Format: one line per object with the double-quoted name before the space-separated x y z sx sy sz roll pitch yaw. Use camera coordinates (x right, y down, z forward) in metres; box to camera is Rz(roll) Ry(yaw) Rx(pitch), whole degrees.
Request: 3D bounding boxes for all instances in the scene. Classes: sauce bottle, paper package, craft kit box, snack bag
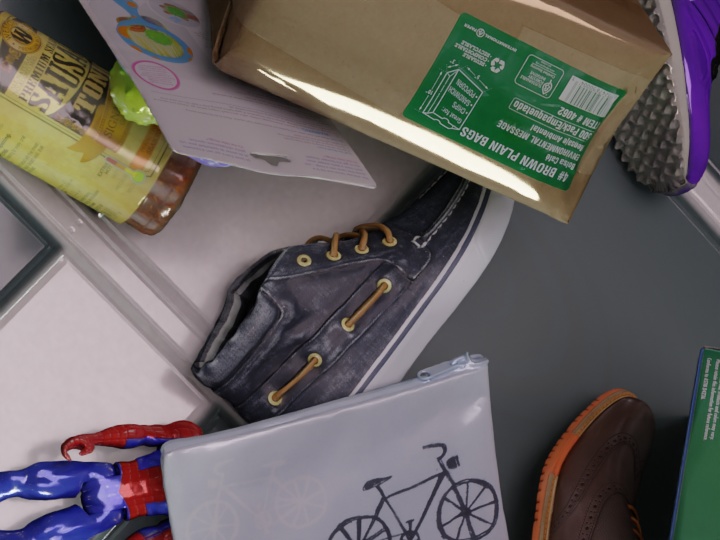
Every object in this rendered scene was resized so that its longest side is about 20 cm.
"sauce bottle" -0.172 -0.089 0.909 0.200 0.066 0.066 29 73 -18
"paper package" 0.028 -0.137 0.926 0.200 0.191 0.104 23 114 -18
"craft kit box" 0.173 0.157 0.950 0.048 0.198 0.201 10 78 8
"snack bag" -0.009 0.154 0.938 0.188 0.021 0.201 -14 106 -22

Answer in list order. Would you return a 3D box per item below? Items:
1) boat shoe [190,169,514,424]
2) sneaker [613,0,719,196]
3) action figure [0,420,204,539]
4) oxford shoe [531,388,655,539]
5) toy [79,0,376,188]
"boat shoe" 0.000 0.000 0.962 0.091 0.071 0.201 39 72 -17
"sneaker" 0.191 -0.144 1.063 0.099 0.070 0.201 -5 85 -25
"action figure" -0.133 0.112 0.909 0.199 0.052 0.066 -10 83 -25
"oxford shoe" 0.128 0.148 0.974 0.071 0.073 0.200 57 47 -39
"toy" -0.087 -0.095 0.902 0.115 0.047 0.200 7 38 -38
